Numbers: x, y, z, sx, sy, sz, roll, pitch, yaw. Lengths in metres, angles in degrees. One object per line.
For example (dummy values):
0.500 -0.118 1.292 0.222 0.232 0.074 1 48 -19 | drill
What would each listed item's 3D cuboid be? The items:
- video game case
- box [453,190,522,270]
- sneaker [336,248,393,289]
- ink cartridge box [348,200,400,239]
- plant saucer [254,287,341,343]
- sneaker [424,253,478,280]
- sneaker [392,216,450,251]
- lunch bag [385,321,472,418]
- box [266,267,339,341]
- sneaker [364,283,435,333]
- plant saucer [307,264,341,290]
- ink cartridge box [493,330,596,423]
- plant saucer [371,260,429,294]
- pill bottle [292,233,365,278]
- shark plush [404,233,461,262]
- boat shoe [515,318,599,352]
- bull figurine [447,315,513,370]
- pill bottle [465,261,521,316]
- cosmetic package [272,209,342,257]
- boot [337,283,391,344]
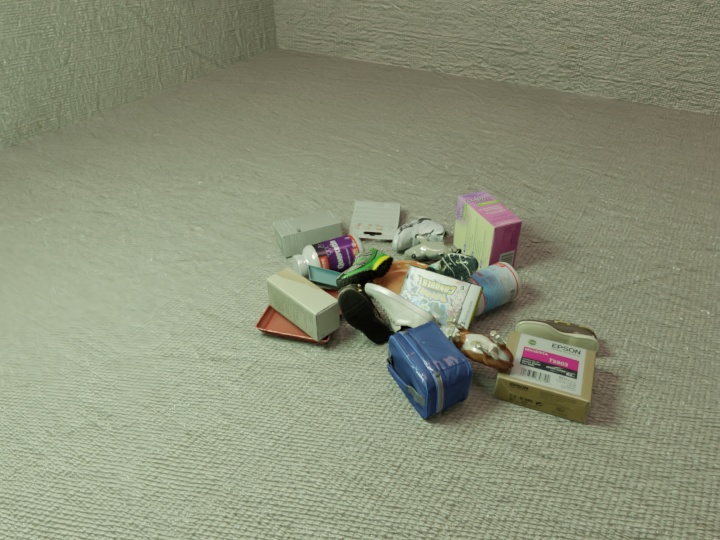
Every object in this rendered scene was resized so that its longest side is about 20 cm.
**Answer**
0.187 0.097 1.351 0.199 0.025 0.181 18 82 23 | video game case
0.374 -0.111 1.597 0.096 0.177 0.200 -14 38 -17 | box
0.000 0.000 1.479 0.085 0.078 0.200 32 40 27 | sneaker
0.050 -0.156 1.786 0.161 0.050 0.200 4 45 6 | ink cartridge box
-0.149 0.116 1.418 0.199 0.037 0.200 9 38 13 | plant saucer
0.250 -0.015 1.417 0.086 0.078 0.200 -27 4 -28 | sneaker
0.193 -0.105 1.677 0.115 0.075 0.200 24 40 34 | sneaker
0.137 0.215 1.192 0.132 0.136 0.200 -17 40 -21 | lunch bag
-0.147 0.083 1.356 0.078 0.095 0.200 -30 47 -34 | box
0.082 0.103 1.333 0.200 0.073 0.085 30 86 22 | sneaker
-0.053 0.032 1.483 0.199 0.019 0.070 14 32 -21 | plant saucer
0.419 0.235 1.212 0.199 0.075 0.165 12 39 19 | ink cartridge box
0.130 0.041 1.513 0.199 0.038 0.200 -1 36 1 | plant saucer
-0.091 -0.031 1.552 0.199 0.113 0.113 -17 39 -20 | pill bottle
0.232 -0.052 1.601 0.199 0.083 0.091 -2 52 1 | shark plush
0.484 0.156 1.325 0.199 0.072 0.060 12 32 10 | boat shoe
0.250 0.167 1.206 0.200 0.121 0.065 12 62 44 | bull figurine
0.321 0.057 1.427 0.199 0.109 0.109 -20 40 -25 | pill bottle
-0.164 -0.120 1.698 0.199 0.090 0.107 -18 37 -17 | cosmetic package
-0.008 0.084 1.347 0.073 0.200 0.151 -41 35 6 | boot
